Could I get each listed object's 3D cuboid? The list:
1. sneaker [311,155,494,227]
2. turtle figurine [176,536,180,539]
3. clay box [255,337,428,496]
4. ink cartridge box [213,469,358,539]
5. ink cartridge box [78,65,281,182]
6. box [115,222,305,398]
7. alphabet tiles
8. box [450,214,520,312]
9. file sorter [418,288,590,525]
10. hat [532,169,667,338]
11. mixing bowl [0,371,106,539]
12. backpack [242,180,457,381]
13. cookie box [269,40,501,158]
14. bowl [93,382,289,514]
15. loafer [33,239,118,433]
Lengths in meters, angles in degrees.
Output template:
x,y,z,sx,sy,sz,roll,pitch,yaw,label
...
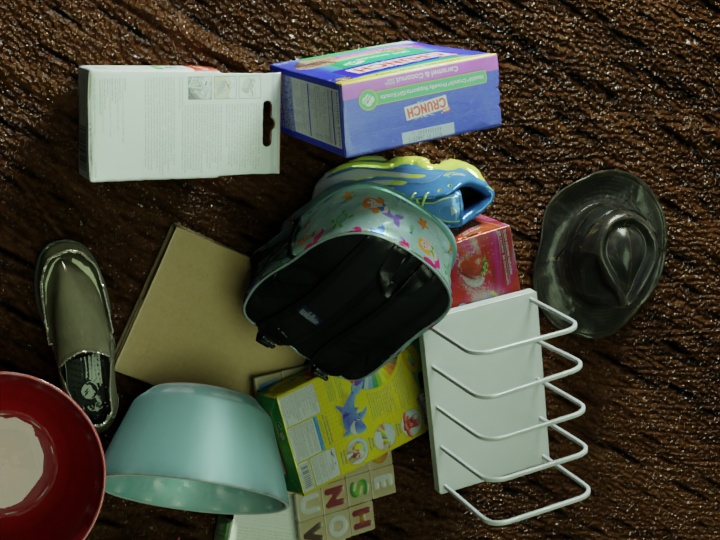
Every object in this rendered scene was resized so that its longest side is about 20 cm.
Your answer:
x,y,z,sx,sy,sz,roll,pitch,yaw,label
0.053,-0.082,1.546,0.199,0.105,0.076,-10,106,-22,sneaker
-0.222,0.362,1.535,0.199,0.101,0.151,-23,93,1,turtle figurine
-0.008,0.148,1.578,0.199,0.047,0.116,-23,105,-33,clay box
-0.085,0.283,1.607,0.145,0.048,0.202,13,83,-26,ink cartridge box
-0.180,-0.148,1.459,0.199,0.050,0.110,-4,103,-24,ink cartridge box
-0.143,0.062,1.540,0.199,0.021,0.164,23,92,-27,box
-0.035,0.199,1.595,0.166,0.008,0.202,-11,99,-34,alphabet tiles
0.118,0.045,1.608,0.095,0.100,0.201,-18,109,-19,box
0.156,0.143,1.526,0.138,0.124,0.202,-13,108,-21,file sorter
0.296,-0.012,1.685,0.199,0.081,0.202,-6,105,-24,hat
-0.349,0.196,1.420,0.198,0.108,0.202,0,90,-11,mixing bowl
0.000,0.000,1.479,0.177,0.200,0.151,34,46,-22,backpack
0.022,-0.176,1.457,0.170,0.200,0.076,-13,108,-21,cookie box
-0.165,0.179,1.482,0.200,0.200,0.106,17,69,-26,bowl
-0.273,0.068,1.449,0.075,0.070,0.202,-15,98,-20,loafer
